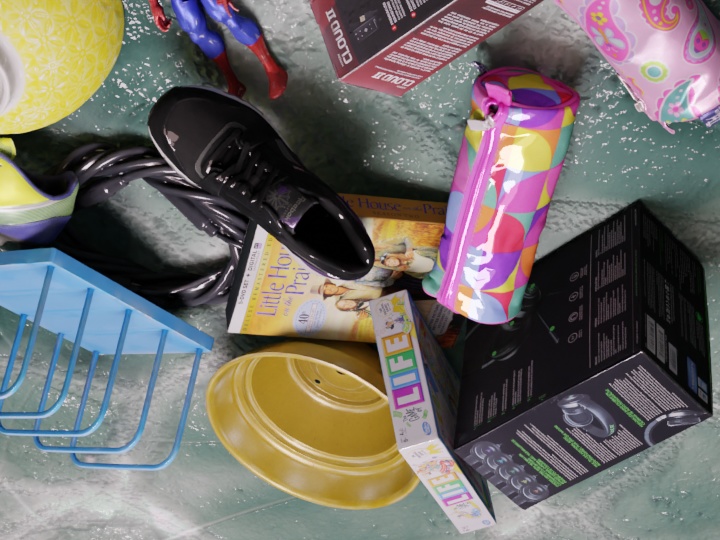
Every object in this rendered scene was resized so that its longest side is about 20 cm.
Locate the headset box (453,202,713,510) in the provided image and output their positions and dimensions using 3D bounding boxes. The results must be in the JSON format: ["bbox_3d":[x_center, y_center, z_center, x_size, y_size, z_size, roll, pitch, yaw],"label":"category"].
[{"bbox_3d":[0.171,0.073,1.321,0.200,0.174,0.093,-33,120,31],"label":"headset box"}]

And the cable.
[{"bbox_3d":[-0.170,-0.035,1.369,0.199,0.051,0.164,6,127,7],"label":"cable"}]

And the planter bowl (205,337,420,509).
[{"bbox_3d":[-0.028,0.112,1.438,0.200,0.084,0.201,13,138,12],"label":"planter bowl"}]

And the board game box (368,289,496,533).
[{"bbox_3d":[0.061,0.120,1.365,0.034,0.135,0.200,-17,148,9],"label":"board game box"}]

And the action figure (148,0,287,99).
[{"bbox_3d":[-0.122,-0.203,1.206,0.065,0.052,0.200,-13,127,26],"label":"action figure"}]

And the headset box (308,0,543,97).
[{"bbox_3d":[0.040,-0.221,1.088,0.200,0.149,0.077,-32,158,31],"label":"headset box"}]

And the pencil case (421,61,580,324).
[{"bbox_3d":[0.103,-0.058,1.251,0.088,0.088,0.201,10,119,0],"label":"pencil case"}]

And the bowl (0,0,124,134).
[{"bbox_3d":[-0.283,-0.170,1.218,0.199,0.108,0.201,5,132,5],"label":"bowl"}]

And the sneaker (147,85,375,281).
[{"bbox_3d":[-0.065,-0.067,1.219,0.200,0.088,0.076,37,88,-17],"label":"sneaker"}]

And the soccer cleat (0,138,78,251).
[{"bbox_3d":[-0.309,-0.078,1.266,0.200,0.065,0.084,21,113,-36],"label":"soccer cleat"}]

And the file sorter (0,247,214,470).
[{"bbox_3d":[-0.245,0.077,1.357,0.138,0.123,0.200,-4,155,36],"label":"file sorter"}]

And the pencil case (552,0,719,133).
[{"bbox_3d":[0.184,-0.184,1.148,0.087,0.088,0.200,-30,122,30],"label":"pencil case"}]

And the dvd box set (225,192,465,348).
[{"bbox_3d":[0.000,0.000,1.348,0.199,0.029,0.147,5,134,-16],"label":"dvd box set"}]
